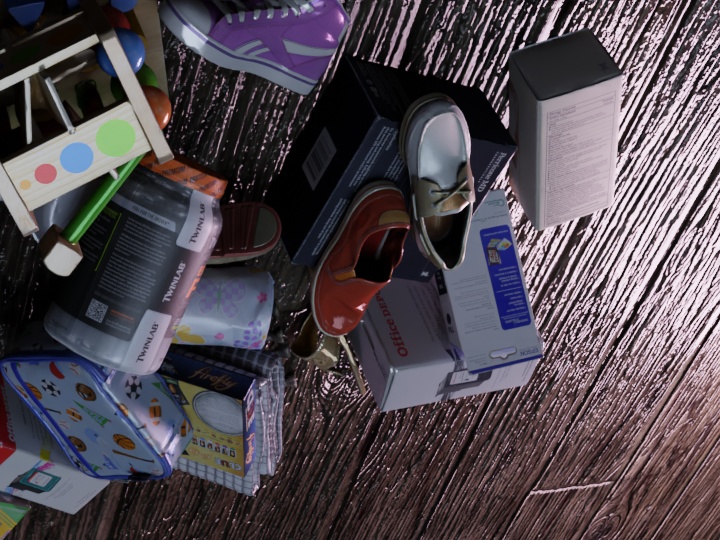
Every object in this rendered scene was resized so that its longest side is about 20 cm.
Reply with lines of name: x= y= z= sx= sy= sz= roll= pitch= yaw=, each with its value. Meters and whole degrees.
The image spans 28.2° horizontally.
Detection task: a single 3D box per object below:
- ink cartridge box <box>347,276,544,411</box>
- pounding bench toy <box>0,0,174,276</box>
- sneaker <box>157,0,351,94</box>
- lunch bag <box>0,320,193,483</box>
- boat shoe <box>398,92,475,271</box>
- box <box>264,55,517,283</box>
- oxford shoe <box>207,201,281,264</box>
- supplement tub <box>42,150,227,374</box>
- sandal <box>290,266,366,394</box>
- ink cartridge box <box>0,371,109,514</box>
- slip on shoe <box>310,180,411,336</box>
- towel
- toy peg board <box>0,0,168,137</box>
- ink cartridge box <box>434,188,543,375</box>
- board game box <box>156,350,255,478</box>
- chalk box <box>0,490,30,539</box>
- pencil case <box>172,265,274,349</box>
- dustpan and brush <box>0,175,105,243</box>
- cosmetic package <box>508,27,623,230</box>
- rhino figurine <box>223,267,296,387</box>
ink cartridge box: x=0.093 y=0.072 z=1.688 sx=0.198 sy=0.146 sz=0.084 roll=-8 pitch=141 yaw=-22
pounding bench toy: x=-0.231 y=-0.110 z=1.194 sx=0.155 sy=0.124 sz=0.201 roll=-27 pitch=125 yaw=-7
sneaker: x=-0.090 y=-0.242 z=1.317 sx=0.200 sy=0.073 sz=0.115 roll=10 pitch=125 yaw=-50
lunch bag: x=-0.276 y=0.141 z=1.494 sx=0.159 sy=0.076 sz=0.201 roll=-4 pitch=129 yaw=34
boat shoe: x=0.083 y=-0.084 z=1.414 sx=0.074 sy=0.069 sz=0.201 roll=-19 pitch=139 yaw=-10
box: x=0.029 y=-0.100 z=1.501 sx=0.181 sy=0.105 sz=0.201 roll=9 pitch=128 yaw=-34
oxford shoe: x=-0.181 y=-0.030 z=1.477 sx=0.198 sy=0.071 sz=0.075 roll=1 pitch=168 yaw=-2
supplement tub: x=-0.208 y=-0.014 z=1.350 sx=0.122 sy=0.122 sz=0.201 roll=20 pitch=98 yaw=-42
sandal: x=-0.052 y=0.072 z=1.669 sx=0.069 sy=0.078 sz=0.213 roll=-20 pitch=132 yaw=-4
ink cartridge box: x=-0.376 y=0.179 z=1.563 sx=0.067 sy=0.117 sz=0.200 roll=-39 pitch=138 yaw=18
slip on shoe: x=0.000 y=0.000 z=1.465 sx=0.074 sy=0.061 sz=0.201 roll=-1 pitch=136 yaw=-29
towel: x=-0.169 y=0.150 z=1.618 sx=0.164 sy=0.086 sz=0.201 roll=17 pitch=137 yaw=13
toy peg board: x=-0.264 y=-0.181 z=1.257 sx=0.198 sy=0.098 sz=0.200 roll=-16 pitch=139 yaw=-15
ink cartridge box: x=0.137 y=0.014 z=1.627 sx=0.099 sy=0.202 sz=0.039 roll=-10 pitch=174 yaw=-19
board game box: x=-0.210 y=0.141 z=1.540 sx=0.198 sy=0.035 sz=0.136 roll=17 pitch=137 yaw=12
chalk box: x=-0.483 y=0.231 z=1.555 sx=0.199 sy=0.125 sz=0.124 roll=23 pitch=120 yaw=-42
pencil case: x=-0.191 y=0.032 z=1.508 sx=0.198 sy=0.091 sz=0.083 roll=7 pitch=150 yaw=-16
dustpan and brush: x=-0.297 y=-0.065 z=1.391 sx=0.199 sy=0.057 sz=0.141 roll=8 pitch=103 yaw=-32
cosmetic package: x=0.221 y=-0.152 z=1.567 sx=0.103 sy=0.088 sz=0.201 roll=-17 pitch=140 yaw=-10
rhino figurine: x=-0.132 y=0.068 z=1.626 sx=0.087 sy=0.060 sz=0.201 roll=-13 pitch=136 yaw=-1
